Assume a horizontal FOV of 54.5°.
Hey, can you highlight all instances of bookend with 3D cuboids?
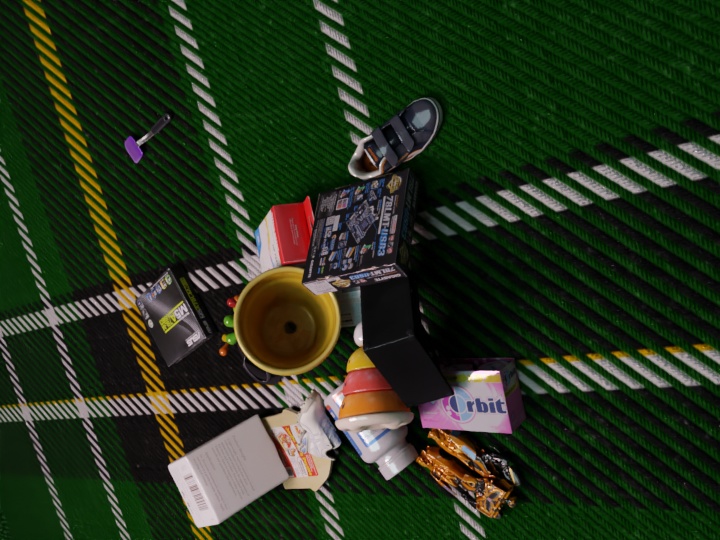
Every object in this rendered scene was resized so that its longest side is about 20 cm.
[{"bbox_3d":[0.079,0.098,1.223,0.091,0.200,0.201,-18,136,16],"label":"bookend"}]

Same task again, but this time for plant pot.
[{"bbox_3d":[-0.141,0.106,1.374,0.202,0.199,0.189,59,171,6],"label":"plant pot"}]

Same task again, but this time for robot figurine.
[{"bbox_3d":[0.206,0.381,1.316,0.199,0.058,0.146,34,123,25],"label":"robot figurine"}]

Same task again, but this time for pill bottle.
[{"bbox_3d":[0.025,0.310,1.396,0.201,0.112,0.112,54,128,11],"label":"pill bottle"}]

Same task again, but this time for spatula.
[{"bbox_3d":[-0.501,-0.318,1.647,0.199,0.021,0.057,-28,99,37],"label":"spatula"}]

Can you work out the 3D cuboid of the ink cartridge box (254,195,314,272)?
[{"bbox_3d":[-0.145,-0.057,1.371,0.200,0.066,0.118,141,119,-63],"label":"ink cartridge box"}]

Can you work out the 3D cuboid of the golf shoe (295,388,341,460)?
[{"bbox_3d":[-0.078,0.323,1.453,0.096,0.079,0.201,22,141,19],"label":"golf shoe"}]

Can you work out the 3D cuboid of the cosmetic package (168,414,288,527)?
[{"bbox_3d":[-0.306,0.464,1.618,0.165,0.199,0.166,-36,80,54],"label":"cosmetic package"}]

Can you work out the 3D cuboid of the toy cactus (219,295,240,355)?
[{"bbox_3d":[-0.230,0.141,1.537,0.163,0.103,0.201,20,139,6],"label":"toy cactus"}]

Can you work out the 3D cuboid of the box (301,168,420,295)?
[{"bbox_3d":[0.001,-0.067,1.222,0.197,0.050,0.202,-11,55,31],"label":"box"}]

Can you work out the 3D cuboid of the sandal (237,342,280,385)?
[{"bbox_3d":[-0.227,0.204,1.528,0.075,0.043,0.201,-6,144,9],"label":"sandal"}]

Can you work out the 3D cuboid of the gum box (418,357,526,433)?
[{"bbox_3d":[0.189,0.225,1.273,0.198,0.066,0.115,-6,101,38],"label":"gum box"}]

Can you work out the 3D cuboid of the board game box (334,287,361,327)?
[{"bbox_3d":[0.000,0.000,1.347,0.146,0.064,0.202,-9,101,37],"label":"board game box"}]

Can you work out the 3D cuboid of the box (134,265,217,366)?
[{"bbox_3d":[-0.464,0.116,1.745,0.199,0.047,0.195,-33,81,40],"label":"box"}]

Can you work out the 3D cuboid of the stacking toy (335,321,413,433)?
[{"bbox_3d":[0.018,0.193,1.297,0.145,0.145,0.203,-21,67,39],"label":"stacking toy"}]

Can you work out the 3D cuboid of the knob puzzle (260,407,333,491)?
[{"bbox_3d":[-0.128,0.404,1.594,0.218,0.030,0.223,13,111,34],"label":"knob puzzle"}]

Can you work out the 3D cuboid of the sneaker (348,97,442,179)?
[{"bbox_3d":[0.058,-0.222,1.222,0.200,0.079,0.079,-41,78,37],"label":"sneaker"}]

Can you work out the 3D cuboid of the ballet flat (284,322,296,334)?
[{"bbox_3d":[-0.149,0.111,1.497,0.067,0.068,0.201,-37,82,14],"label":"ballet flat"}]
